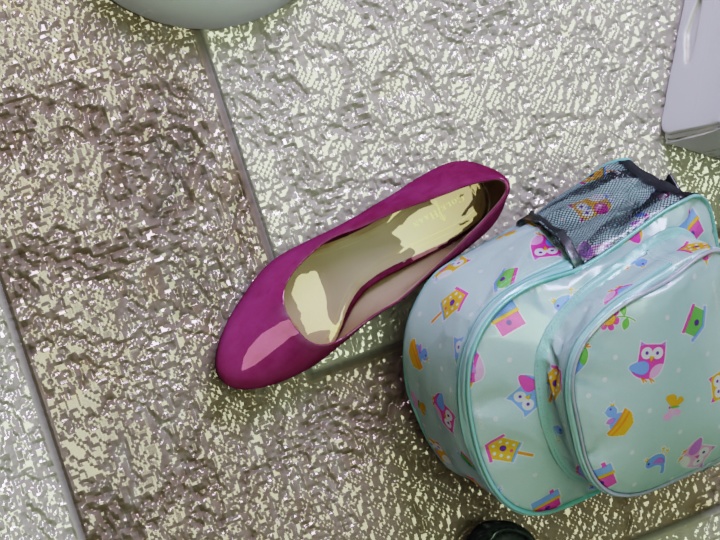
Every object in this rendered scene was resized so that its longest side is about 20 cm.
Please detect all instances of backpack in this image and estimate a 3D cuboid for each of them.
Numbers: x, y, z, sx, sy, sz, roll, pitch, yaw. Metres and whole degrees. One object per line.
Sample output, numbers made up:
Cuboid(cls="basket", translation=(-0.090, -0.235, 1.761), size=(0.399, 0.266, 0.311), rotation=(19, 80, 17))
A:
Cuboid(cls="backpack", translation=(0.133, 0.053, 1.739), size=(0.200, 0.153, 0.176), rotation=(-23, 121, -13))

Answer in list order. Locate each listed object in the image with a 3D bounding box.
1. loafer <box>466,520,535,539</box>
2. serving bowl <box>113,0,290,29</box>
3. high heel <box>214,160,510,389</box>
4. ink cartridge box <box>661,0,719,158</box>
Cuboid(cls="loafer", translation=(0.086, 0.251, 1.752), size=(0.068, 0.070, 0.201), rotation=(8, 82, -21))
Cuboid(cls="serving bowl", translation=(-0.090, -0.247, 1.732), size=(0.200, 0.066, 0.200), rotation=(2, 85, -21))
Cuboid(cls="high heel", translation=(0.000, 0.000, 1.727), size=(0.200, 0.096, 0.067), rotation=(-43, 101, -19))
Cuboid(cls="ink cartridge box", translation=(0.307, -0.131, 1.867), size=(0.200, 0.088, 0.145), rotation=(14, 81, -18))
